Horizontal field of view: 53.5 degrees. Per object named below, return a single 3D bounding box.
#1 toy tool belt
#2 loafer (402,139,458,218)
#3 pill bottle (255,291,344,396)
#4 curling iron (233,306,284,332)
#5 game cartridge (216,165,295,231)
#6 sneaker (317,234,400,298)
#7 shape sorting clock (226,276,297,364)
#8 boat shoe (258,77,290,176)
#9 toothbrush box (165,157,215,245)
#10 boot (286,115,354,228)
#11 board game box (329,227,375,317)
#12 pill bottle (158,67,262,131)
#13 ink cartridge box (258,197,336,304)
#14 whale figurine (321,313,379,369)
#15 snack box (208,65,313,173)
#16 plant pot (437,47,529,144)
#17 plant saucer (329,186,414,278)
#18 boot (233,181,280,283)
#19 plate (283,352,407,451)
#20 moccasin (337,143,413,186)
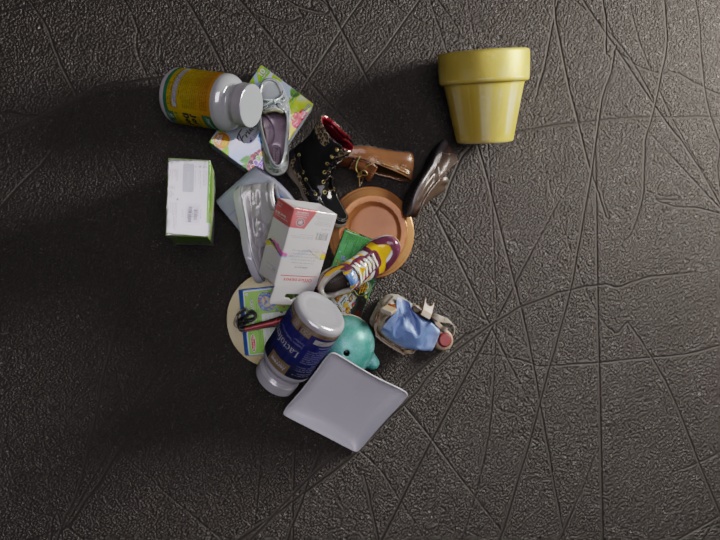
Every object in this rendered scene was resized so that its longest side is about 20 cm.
[{"bbox_3d":[0.121,0.123,1.533,0.196,0.123,0.127,24,84,-8],"label":"toy tool belt"},{"bbox_3d":[0.160,-0.193,1.571,0.070,0.073,0.202,34,74,-11],"label":"loafer"},{"bbox_3d":[-0.126,0.151,1.441,0.114,0.116,0.202,32,116,-6],"label":"pill bottle"},{"bbox_3d":[-0.168,0.096,1.495,0.195,0.026,0.051,-5,97,-9],"label":"curling iron"},{"bbox_3d":[-0.193,-0.112,1.510,0.132,0.042,0.201,-38,101,12],"label":"game cartridge"},{"bbox_3d":[0.000,0.000,1.479,0.198,0.090,0.076,-33,102,6],"label":"sneaker"},{"bbox_3d":[-0.187,0.103,1.526,0.195,0.039,0.206,-1,94,-9],"label":"shape sorting clock"},{"bbox_3d":[-0.178,-0.303,1.478,0.072,0.065,0.208,-1,83,-10],"label":"boat shoe"},{"bbox_3d":[-0.337,-0.132,1.432,0.084,0.200,0.150,2,87,-10],"label":"toothbrush box"},{"bbox_3d":[-0.066,-0.206,1.496,0.073,0.151,0.202,-19,69,-52],"label":"boot"},{"bbox_3d":[-0.022,0.022,1.540,0.103,0.023,0.204,21,100,-5],"label":"board game box"},{"bbox_3d":[-0.301,-0.345,1.452,0.196,0.112,0.116,13,85,23],"label":"pill bottle"},{"bbox_3d":[-0.134,-0.035,1.452,0.115,0.067,0.204,4,109,-43],"label":"ink cartridge box"},{"bbox_3d":[-0.035,0.197,1.511,0.155,0.104,0.205,6,98,-5],"label":"whale figurine"},{"bbox_3d":[-0.212,-0.311,1.535,0.141,0.053,0.202,33,83,-6],"label":"snack box"},{"bbox_3d":[0.269,-0.378,1.556,0.195,0.201,0.194,-6,105,-9],"label":"plant pot"},{"bbox_3d":[0.026,-0.085,1.571,0.195,0.037,0.206,0,87,-10],"label":"plant saucer"},{"bbox_3d":[-0.193,-0.079,1.461,0.093,0.074,0.205,-9,103,8],"label":"boot"},{"bbox_3d":[-0.033,0.271,1.495,0.197,0.033,0.201,30,118,-18],"label":"plate"},{"bbox_3d":[0.020,-0.227,1.564,0.196,0.073,0.080,6,78,-19],"label":"moccasin"}]
